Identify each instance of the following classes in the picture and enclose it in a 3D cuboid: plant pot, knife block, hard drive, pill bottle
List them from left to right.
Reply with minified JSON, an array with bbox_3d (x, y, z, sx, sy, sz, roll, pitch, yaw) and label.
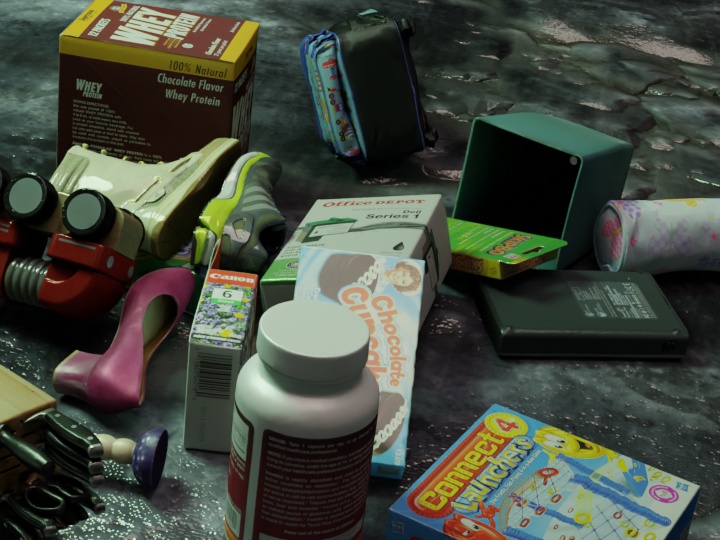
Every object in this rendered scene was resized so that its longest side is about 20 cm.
[{"bbox_3d":[-0.274,0.117,1.186,0.064,0.175,0.201,-20,77,-42],"label":"knife block"},{"bbox_3d":[-0.044,0.130,1.204,0.112,0.201,0.113,6,28,-3],"label":"pill bottle"},{"bbox_3d":[0.223,-0.102,1.780,0.141,0.142,0.200,24,25,28],"label":"plant pot"},{"bbox_3d":[0.225,0.043,1.612,0.199,0.033,0.140,2,29,-11],"label":"hard drive"}]

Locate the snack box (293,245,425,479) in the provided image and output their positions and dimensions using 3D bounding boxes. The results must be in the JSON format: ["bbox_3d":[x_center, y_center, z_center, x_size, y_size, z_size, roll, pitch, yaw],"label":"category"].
[{"bbox_3d":[-0.009,0.079,1.372,0.115,0.037,0.201,7,63,0],"label":"snack box"}]

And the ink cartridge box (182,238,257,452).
[{"bbox_3d":[-0.123,0.063,1.408,0.050,0.109,0.200,7,28,0],"label":"ink cartridge box"}]

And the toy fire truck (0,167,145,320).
[{"bbox_3d":[-0.321,0.011,1.462,0.175,0.201,0.129,15,-8,18],"label":"toy fire truck"}]

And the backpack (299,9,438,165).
[{"bbox_3d":[0.001,-0.233,1.930,0.134,0.184,0.200,-16,18,-7],"label":"backpack"}]

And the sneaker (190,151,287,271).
[{"bbox_3d":[-0.110,-0.053,1.580,0.081,0.074,0.200,22,35,2],"label":"sneaker"}]

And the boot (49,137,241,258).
[{"bbox_3d":[-0.224,-0.096,1.609,0.154,0.072,0.200,17,37,17],"label":"boot"}]

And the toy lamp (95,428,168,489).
[{"bbox_3d":[-0.263,0.137,1.296,0.199,0.058,0.058,11,28,4],"label":"toy lamp"}]

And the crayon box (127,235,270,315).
[{"bbox_3d":[-0.209,-0.025,1.616,0.199,0.052,0.126,19,30,23],"label":"crayon box"}]

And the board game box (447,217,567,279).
[{"bbox_3d":[0.120,-0.026,1.671,0.095,0.030,0.199,-19,20,-40],"label":"board game box"}]

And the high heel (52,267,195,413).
[{"bbox_3d":[-0.189,0.062,1.430,0.096,0.068,0.200,11,32,29],"label":"high heel"}]

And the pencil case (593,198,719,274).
[{"bbox_3d":[0.362,-0.036,1.737,0.199,0.091,0.083,-1,11,-17],"label":"pencil case"}]

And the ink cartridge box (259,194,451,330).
[{"bbox_3d":[0.000,0.000,1.552,0.145,0.085,0.200,-2,26,16],"label":"ink cartridge box"}]

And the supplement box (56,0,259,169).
[{"bbox_3d":[-0.227,-0.178,1.736,0.196,0.201,0.133,10,28,5],"label":"supplement box"}]

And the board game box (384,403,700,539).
[{"bbox_3d":[0.150,0.207,1.263,0.195,0.056,0.200,21,31,23],"label":"board game box"}]
